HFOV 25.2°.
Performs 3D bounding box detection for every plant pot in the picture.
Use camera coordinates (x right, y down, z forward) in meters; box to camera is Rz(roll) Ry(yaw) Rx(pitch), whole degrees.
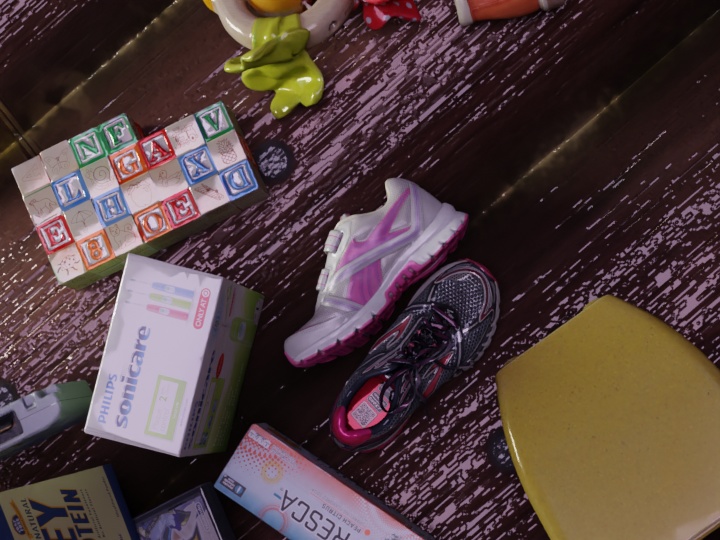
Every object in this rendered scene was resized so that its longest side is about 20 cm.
[{"bbox_3d":[0.213,0.137,1.313,0.193,0.196,0.201,-35,75,3],"label":"plant pot"}]

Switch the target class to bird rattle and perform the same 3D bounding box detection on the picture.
[{"bbox_3d":[-0.052,-0.246,1.425,0.163,0.113,0.200,41,88,25],"label":"bird rattle"}]

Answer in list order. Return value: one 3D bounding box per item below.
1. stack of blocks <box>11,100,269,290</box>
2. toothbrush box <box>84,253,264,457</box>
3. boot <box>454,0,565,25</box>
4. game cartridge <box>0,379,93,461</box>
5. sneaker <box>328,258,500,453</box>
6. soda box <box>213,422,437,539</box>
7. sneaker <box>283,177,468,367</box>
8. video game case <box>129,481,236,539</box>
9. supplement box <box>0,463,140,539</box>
[{"bbox_3d":[-0.195,-0.078,1.442,0.198,0.059,0.116,-25,82,4],"label":"stack of blocks"},{"bbox_3d":[-0.151,0.074,1.353,0.085,0.200,0.147,13,86,8],"label":"toothbrush box"},{"bbox_3d":[0.104,-0.316,1.424,0.106,0.075,0.202,-16,84,10],"label":"boot"},{"bbox_3d":[-0.330,0.152,1.400,0.199,0.133,0.042,-26,82,5],"label":"game cartridge"},{"bbox_3d":[0.050,0.078,1.391,0.080,0.075,0.201,37,89,8],"label":"sneaker"},{"bbox_3d":[-0.025,0.213,1.394,0.199,0.064,0.069,34,90,9],"label":"soda box"},{"bbox_3d":[0.000,0.000,1.407,0.088,0.081,0.200,44,83,10],"label":"sneaker"},{"bbox_3d":[-0.165,0.310,1.395,0.180,0.025,0.202,-27,82,22],"label":"video game case"},{"bbox_3d":[-0.308,0.270,1.332,0.199,0.200,0.135,-26,82,21],"label":"supplement box"}]
